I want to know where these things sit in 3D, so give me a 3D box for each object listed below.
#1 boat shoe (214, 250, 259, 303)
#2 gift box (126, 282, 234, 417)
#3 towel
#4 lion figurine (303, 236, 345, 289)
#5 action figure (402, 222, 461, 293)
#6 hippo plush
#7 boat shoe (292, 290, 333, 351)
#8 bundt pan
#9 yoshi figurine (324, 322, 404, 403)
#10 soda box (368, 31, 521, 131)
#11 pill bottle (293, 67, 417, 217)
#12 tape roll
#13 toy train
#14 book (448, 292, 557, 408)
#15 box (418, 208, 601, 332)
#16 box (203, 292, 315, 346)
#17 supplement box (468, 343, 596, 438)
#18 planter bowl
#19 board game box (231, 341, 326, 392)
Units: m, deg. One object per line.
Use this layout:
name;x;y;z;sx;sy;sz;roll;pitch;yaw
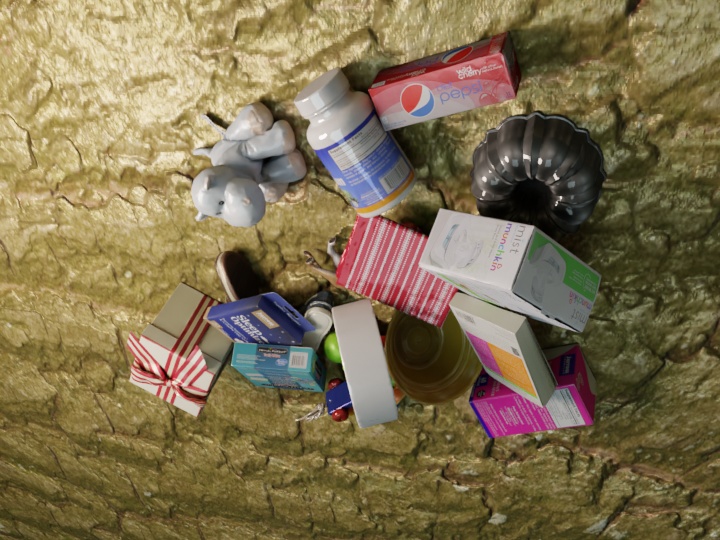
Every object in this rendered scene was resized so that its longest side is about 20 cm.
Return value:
boat shoe;-0.234;0.051;1.378;0.074;0.075;0.205;-3;127;31
gift box;-0.352;0.154;1.432;0.182;0.188;0.202;24;134;1
towel;0.065;-0.005;1.155;0.197;0.023;0.147;23;120;4
lion figurine;0.000;0.000;1.252;0.197;0.073;0.123;1;140;40
action figure;0.110;-0.014;1.184;0.200;0.066;0.052;43;153;-6
hippo plush;-0.194;-0.161;1.120;0.197;0.162;0.160;26;134;-1
boat shoe;-0.102;0.104;1.372;0.074;0.063;0.201;22;141;-9
bundt pan;0.249;-0.119;1.037;0.198;0.076;0.205;12;132;13
yoshi figurine;0.010;0.166;1.350;0.199;0.112;0.113;42;154;6
soda box;0.115;-0.255;0.984;0.197;0.064;0.071;-9;125;28
pill bottle;-0.010;-0.188;1.057;0.111;0.113;0.201;-20;119;34
tape roll;0.007;0.153;1.202;0.069;0.204;0.205;-13;127;-2
toy train;-0.022;0.276;1.450;0.198;0.086;0.115;-32;136;24
book;0.228;0.126;1.156;0.132;0.048;0.201;23;156;43
box;0.216;0.003;1.036;0.198;0.098;0.175;26;173;-41
box;-0.188;0.099;1.331;0.198;0.033;0.121;-15;132;41
supplement box;0.306;0.216;1.277;0.197;0.102;0.104;-15;121;30
planter bowl;0.117;0.127;1.261;0.200;0.201;0.083;43;167;-17
board game box;-0.153;0.190;1.401;0.148;0.048;0.200;4;161;7
